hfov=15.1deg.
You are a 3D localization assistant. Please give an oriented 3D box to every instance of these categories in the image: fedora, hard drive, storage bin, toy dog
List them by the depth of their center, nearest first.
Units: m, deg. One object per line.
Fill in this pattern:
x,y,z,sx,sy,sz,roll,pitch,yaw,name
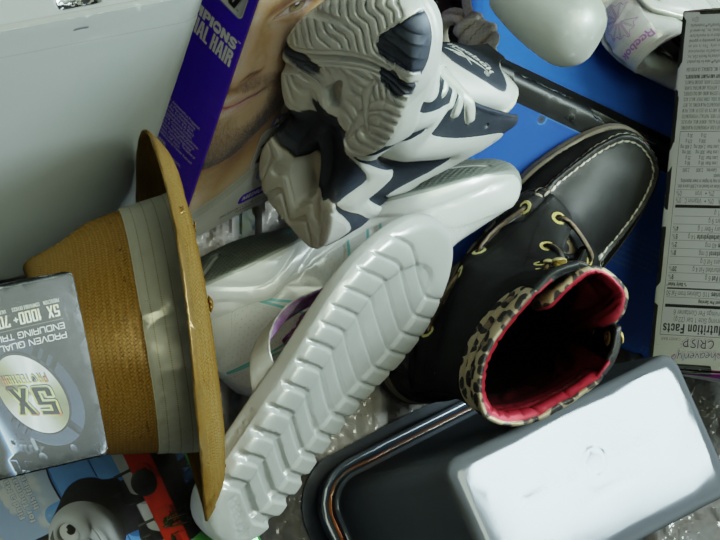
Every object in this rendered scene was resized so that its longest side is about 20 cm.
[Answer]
-0.117,0.030,1.305,0.081,0.201,0.202,-8,82,-9,fedora
-0.159,-0.066,1.328,0.131,0.200,0.026,-14,58,-29,hard drive
0.061,-0.197,1.424,0.096,0.132,0.200,-41,96,-23,toy dog
0.095,0.128,1.445,0.199,0.134,0.146,-24,89,-28,storage bin

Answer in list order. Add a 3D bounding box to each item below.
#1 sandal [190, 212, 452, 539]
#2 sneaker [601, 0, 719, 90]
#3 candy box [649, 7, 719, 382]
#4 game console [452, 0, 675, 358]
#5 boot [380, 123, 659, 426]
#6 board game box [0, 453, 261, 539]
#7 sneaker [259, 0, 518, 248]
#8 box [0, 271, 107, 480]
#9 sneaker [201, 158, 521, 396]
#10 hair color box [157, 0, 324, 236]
-0.029,0.046,1.393,0.203,0.050,0.083,-52,145,-13,sandal
0.153,-0.171,1.550,0.200,0.075,0.100,39,34,-2,sneaker
0.230,-0.035,1.504,0.136,0.061,0.202,10,85,-47,candy box
0.121,-0.070,1.569,0.199,0.118,0.172,23,100,-20,game console
0.104,0.004,1.436,0.200,0.151,0.073,-40,106,-9,boot
-0.146,0.158,1.372,0.199,0.037,0.152,-25,90,-29,board game box
0.030,-0.099,1.354,0.129,0.200,0.080,-33,68,-29,sneaker
-0.232,0.063,1.252,0.163,0.200,0.087,-12,92,-29,box
0.000,0.000,1.457,0.199,0.070,0.081,-25,105,-9,sneaker
-0.051,-0.112,1.381,0.109,0.201,0.065,-28,63,-35,hair color box
